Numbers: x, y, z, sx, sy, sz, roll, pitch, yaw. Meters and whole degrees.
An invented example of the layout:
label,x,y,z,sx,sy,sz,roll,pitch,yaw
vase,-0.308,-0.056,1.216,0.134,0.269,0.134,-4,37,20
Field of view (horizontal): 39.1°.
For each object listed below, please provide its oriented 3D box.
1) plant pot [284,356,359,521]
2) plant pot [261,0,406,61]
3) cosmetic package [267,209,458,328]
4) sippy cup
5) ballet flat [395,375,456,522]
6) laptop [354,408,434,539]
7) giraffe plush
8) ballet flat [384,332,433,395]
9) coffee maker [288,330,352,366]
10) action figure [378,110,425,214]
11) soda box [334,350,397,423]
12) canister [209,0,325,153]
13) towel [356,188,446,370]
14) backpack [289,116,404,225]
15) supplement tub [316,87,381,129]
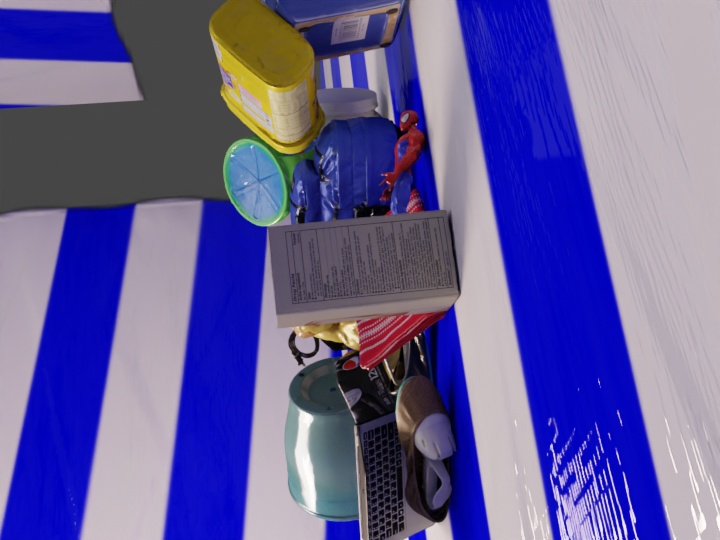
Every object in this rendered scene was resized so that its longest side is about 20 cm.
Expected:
label,x,y,z,sx,sy,sz,roll,pitch,yaw
plant pot,-0.031,0.244,1.556,0.200,0.199,0.189,-102,1,-57
plant pot,-0.038,-0.385,1.311,0.200,0.199,0.181,116,142,-79
cosmetic package,0.000,0.000,1.123,0.087,0.199,0.104,106,159,-75
sippy cup,-0.117,-0.151,1.548,0.177,0.130,0.140,26,125,32
ballet flat,0.083,0.220,1.204,0.072,0.068,0.201,43,142,52
laptop,0.052,0.286,1.266,0.116,0.199,0.188,17,115,49
giraffe plush,0.010,0.098,1.459,0.173,0.199,0.163,-37,-71,-63
ballet flat,0.058,0.075,1.284,0.068,0.068,0.201,-115,21,-69
coffee maker,-0.035,0.046,1.646,0.200,0.191,0.135,-114,4,-81
action figure,0.048,-0.102,1.231,0.065,0.051,0.201,97,-176,-74
soda box,0.032,0.208,1.378,0.071,0.063,0.201,-107,-6,-72
canister,-0.120,-0.250,1.314,0.148,0.087,0.200,42,168,10
towel,0.038,0.011,1.256,0.144,0.022,0.201,-39,43,32
backpack,-0.013,-0.112,1.410,0.163,0.167,0.201,-121,34,-68
supplement tub,-0.031,-0.186,1.650,0.146,0.145,0.201,-107,14,-69
